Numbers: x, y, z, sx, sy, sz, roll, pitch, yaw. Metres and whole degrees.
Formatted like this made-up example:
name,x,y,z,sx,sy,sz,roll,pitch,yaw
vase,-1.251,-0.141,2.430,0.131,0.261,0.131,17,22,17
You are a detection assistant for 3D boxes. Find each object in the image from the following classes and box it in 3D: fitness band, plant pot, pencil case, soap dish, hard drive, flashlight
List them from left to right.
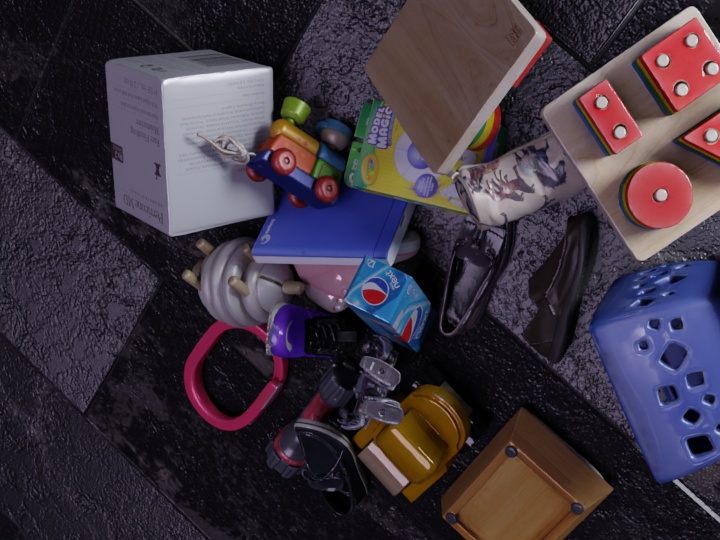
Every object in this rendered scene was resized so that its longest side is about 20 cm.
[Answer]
name,x,y,z,sx,sy,sz,roll,pitch,yaw
fitness band,-0.188,0.152,1.613,0.144,0.037,0.200,46,121,10
flashlight,-0.068,0.217,1.547,0.068,0.067,0.201,55,129,25
hard drive,-0.032,-0.064,1.397,0.198,0.133,0.025,1,140,28
soap dish,0.212,0.305,1.424,0.157,0.081,0.201,41,121,9
pencil case,0.202,-0.117,1.233,0.198,0.078,0.090,-23,100,3
plant pot,0.386,0.092,1.190,0.178,0.200,0.202,-22,96,27

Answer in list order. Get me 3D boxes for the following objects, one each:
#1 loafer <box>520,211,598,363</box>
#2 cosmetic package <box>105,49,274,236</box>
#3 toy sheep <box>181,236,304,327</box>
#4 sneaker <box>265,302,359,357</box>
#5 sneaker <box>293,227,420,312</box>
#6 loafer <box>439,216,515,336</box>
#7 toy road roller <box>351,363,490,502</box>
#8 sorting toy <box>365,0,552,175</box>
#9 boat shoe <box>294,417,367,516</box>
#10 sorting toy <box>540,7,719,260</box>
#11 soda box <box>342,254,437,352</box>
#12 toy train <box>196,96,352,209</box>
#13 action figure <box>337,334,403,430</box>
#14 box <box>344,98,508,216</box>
name,x,y,z,sx,sy,sz,roll,pitch,yaw
loafer,0.238,0.019,1.310,0.071,0.073,0.202,19,116,19
cosmetic package,-0.222,-0.173,1.407,0.164,0.164,0.203,24,121,48
toy sheep,-0.159,0.016,1.488,0.198,0.137,0.140,12,114,39
sneaker,-0.054,0.083,1.428,0.098,0.200,0.071,6,90,19
sneaker,0.000,0.000,1.434,0.198,0.075,0.106,-3,109,32
loafer,0.145,-0.004,1.358,0.071,0.063,0.202,23,117,19
toy road roller,0.065,0.234,1.438,0.123,0.146,0.200,45,122,7
sorting toy,0.119,-0.245,1.239,0.199,0.069,0.201,-54,48,30
boat shoe,-0.044,0.279,1.512,0.074,0.063,0.201,5,140,28
sorting toy,0.331,-0.146,1.144,0.199,0.070,0.200,-34,91,3
soda box,0.041,0.046,1.353,0.067,0.200,0.065,25,83,18
toy train,-0.101,-0.170,1.354,0.199,0.117,0.084,31,160,-29
action figure,0.016,0.150,1.401,0.068,0.200,0.132,14,85,-5
box,0.074,-0.143,1.334,0.198,0.048,0.119,14,90,24
